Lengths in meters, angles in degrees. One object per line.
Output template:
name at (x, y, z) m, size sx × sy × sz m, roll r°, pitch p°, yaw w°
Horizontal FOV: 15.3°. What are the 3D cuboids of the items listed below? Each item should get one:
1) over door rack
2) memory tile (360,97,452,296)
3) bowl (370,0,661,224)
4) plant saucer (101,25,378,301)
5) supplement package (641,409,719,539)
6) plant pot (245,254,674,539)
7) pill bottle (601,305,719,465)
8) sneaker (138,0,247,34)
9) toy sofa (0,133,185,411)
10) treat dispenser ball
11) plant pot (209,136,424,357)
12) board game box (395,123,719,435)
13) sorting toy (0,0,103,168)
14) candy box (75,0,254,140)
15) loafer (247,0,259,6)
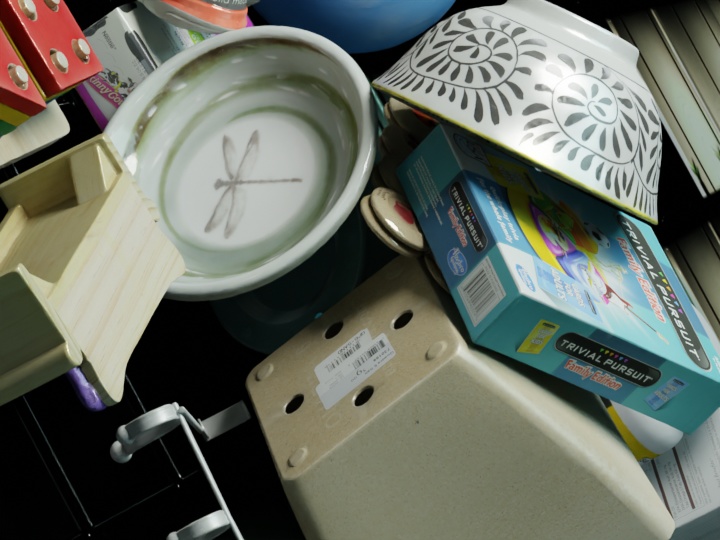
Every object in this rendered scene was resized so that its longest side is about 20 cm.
over door rack at (-0.083, 0.155, 1.583) m, size 0.149 × 0.066 × 0.200 m, roll 64°, pitch 8°, yaw 7°
memory tile at (0.069, -0.033, 1.695) m, size 0.153 × 0.017 × 0.200 m, roll 38°, pitch 24°, yaw -13°
bowl at (0.114, -0.113, 1.666) m, size 0.200 × 0.095 × 0.201 m, roll 25°, pitch 3°, yaw -2°
plant saucer at (-0.075, -0.059, 1.684) m, size 0.050 × 0.199 × 0.201 m, roll 53°, pitch 19°, yaw -51°
supplement package at (0.248, 0.172, 2.088) m, size 0.114 × 0.199 × 0.110 m, roll 33°, pitch 35°, yaw -50°
plant pot at (0.041, 0.112, 1.645) m, size 0.177 × 0.199 × 0.200 m, roll 50°, pitch 7°, yaw -28°
pill bottle at (0.175, 0.102, 2.016) m, size 0.111 × 0.199 × 0.112 m, roll 47°, pitch 25°, yaw -29°
sneaker at (-0.143, -0.226, 1.775) m, size 0.199 × 0.082 × 0.077 m, roll 28°, pitch 21°, yaw 27°
toy sofa at (-0.175, 0.013, 1.517) m, size 0.098 × 0.082 × 0.200 m, roll 58°, pitch 21°, yaw -18°
treat dispenser ball at (-0.007, -0.269, 2.074) m, size 0.201 × 0.200 × 0.202 m, roll 47°, pitch 25°, yaw -30°
plant pot at (0.000, 0.000, 1.790) m, size 0.187 × 0.199 × 0.201 m, roll 11°, pitch 52°, yaw -53°
board game box at (0.127, 0.006, 1.646) m, size 0.199 × 0.047 × 0.152 m, roll 23°, pitch 32°, yaw -39°
sorting toy at (-0.248, -0.158, 1.585) m, size 0.201 × 0.069 × 0.199 m, roll 60°, pitch 22°, yaw -3°
candy box at (-0.117, -0.122, 1.839) m, size 0.137 × 0.061 × 0.200 m, roll 59°, pitch 21°, yaw -1°
loafer at (-0.130, -0.232, 1.852) m, size 0.070 × 0.070 × 0.200 m, roll 27°, pitch 15°, yaw -47°
